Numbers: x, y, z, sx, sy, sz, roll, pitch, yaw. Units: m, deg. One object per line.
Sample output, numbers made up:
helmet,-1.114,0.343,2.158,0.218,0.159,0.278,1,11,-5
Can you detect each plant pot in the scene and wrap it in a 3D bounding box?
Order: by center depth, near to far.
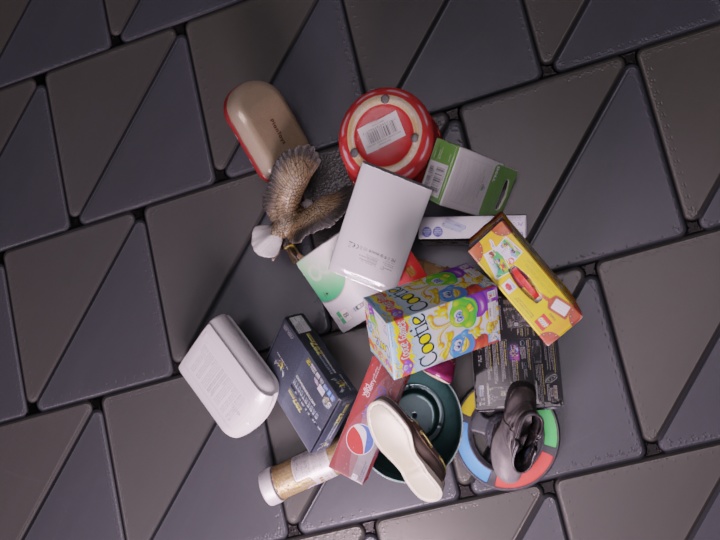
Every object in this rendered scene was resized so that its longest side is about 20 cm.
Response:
plant pot,0.092,0.269,1.286,0.194,0.134,0.207,-1,84,11
plant pot,0.058,-0.224,1.316,0.194,0.182,0.207,-1,87,10

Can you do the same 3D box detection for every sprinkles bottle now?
sprinkles bottle,-0.096,0.377,1.346,0.196,0.068,0.070,-26,80,8

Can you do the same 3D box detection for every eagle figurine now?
eagle figurine,-0.116,-0.117,1.354,0.148,0.201,0.154,15,44,-23

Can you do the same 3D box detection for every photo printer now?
photo printer,-0.248,0.211,1.362,0.201,0.069,0.167,49,125,12

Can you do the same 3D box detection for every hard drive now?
hard drive,0.033,-0.072,1.241,0.129,0.027,0.205,21,110,3

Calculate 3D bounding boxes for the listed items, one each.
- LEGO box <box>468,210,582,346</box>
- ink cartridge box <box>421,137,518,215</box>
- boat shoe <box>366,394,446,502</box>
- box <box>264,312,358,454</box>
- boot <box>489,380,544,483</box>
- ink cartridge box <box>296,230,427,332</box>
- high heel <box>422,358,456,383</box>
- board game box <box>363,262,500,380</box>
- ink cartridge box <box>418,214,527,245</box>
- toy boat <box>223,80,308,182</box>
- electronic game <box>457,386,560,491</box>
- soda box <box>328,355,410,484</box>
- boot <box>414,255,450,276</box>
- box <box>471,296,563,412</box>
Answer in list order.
LEGO box,0.273,0.007,1.189,0.077,0.149,0.201,-41,91,15
ink cartridge box,0.198,-0.161,1.288,0.059,0.197,0.106,29,104,41
boat shoe,0.078,0.281,1.155,0.071,0.060,0.202,-26,104,33
box,-0.099,0.207,1.306,0.201,0.050,0.160,52,133,29
boot,0.260,0.301,1.191,0.068,0.132,0.206,4,112,5
ink cartridge box,0.000,0.000,1.297,0.198,0.050,0.163,-32,96,32
high heel,0.148,0.128,1.211,0.066,0.200,0.098,28,98,9
board game box,0.117,0.079,1.155,0.195,0.105,0.106,-18,117,-16
ink cartridge box,0.208,-0.074,1.315,0.194,0.094,0.046,-1,85,11
toy boat,-0.198,-0.270,1.405,0.130,0.129,0.203,-41,109,-32
electronic game,0.266,0.298,1.296,0.194,0.042,0.207,-1,84,11
soda box,0.017,0.250,1.202,0.069,0.063,0.205,23,89,13
boot,0.065,0.041,1.353,0.195,0.066,0.180,19,86,15
box,0.279,0.149,1.285,0.155,0.044,0.206,-5,73,9
